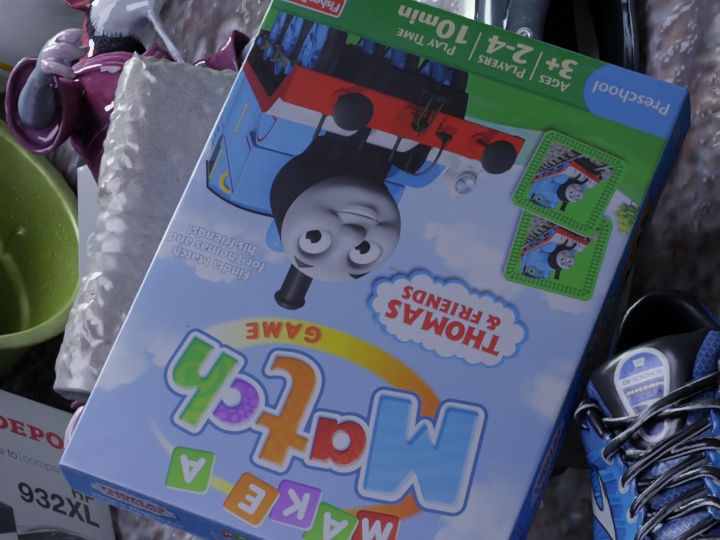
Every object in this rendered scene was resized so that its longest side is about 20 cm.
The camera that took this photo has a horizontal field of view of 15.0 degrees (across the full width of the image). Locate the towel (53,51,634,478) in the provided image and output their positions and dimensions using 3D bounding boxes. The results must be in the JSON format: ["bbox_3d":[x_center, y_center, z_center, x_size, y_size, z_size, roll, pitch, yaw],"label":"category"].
[{"bbox_3d":[0.000,0.000,0.978,0.034,0.200,0.133,110,171,-72],"label":"towel"}]

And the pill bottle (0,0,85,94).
[{"bbox_3d":[-0.196,-0.139,1.369,0.200,0.104,0.104,-21,58,41],"label":"pill bottle"}]

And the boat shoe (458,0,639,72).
[{"bbox_3d":[0.078,-0.063,1.050,0.062,0.073,0.200,-33,45,39],"label":"boat shoe"}]

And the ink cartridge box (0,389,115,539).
[{"bbox_3d":[-0.178,0.145,1.180,0.084,0.145,0.200,-41,46,28],"label":"ink cartridge box"}]

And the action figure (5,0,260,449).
[{"bbox_3d":[-0.072,-0.039,1.076,0.149,0.134,0.200,108,146,-43],"label":"action figure"}]

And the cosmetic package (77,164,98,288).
[{"bbox_3d":[-0.026,-0.022,1.136,0.200,0.090,0.107,-25,58,36],"label":"cosmetic package"}]

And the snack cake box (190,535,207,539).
[{"bbox_3d":[0.020,0.156,0.894,0.200,0.115,0.067,16,117,14],"label":"snack cake box"}]

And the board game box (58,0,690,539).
[{"bbox_3d":[0.008,0.007,0.926,0.151,0.037,0.200,19,72,12],"label":"board game box"}]

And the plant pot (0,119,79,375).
[{"bbox_3d":[-0.257,0.031,1.312,0.190,0.200,0.200,-56,39,31],"label":"plant pot"}]

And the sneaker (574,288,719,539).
[{"bbox_3d":[0.099,0.073,0.883,0.079,0.089,0.200,-19,26,12],"label":"sneaker"}]
